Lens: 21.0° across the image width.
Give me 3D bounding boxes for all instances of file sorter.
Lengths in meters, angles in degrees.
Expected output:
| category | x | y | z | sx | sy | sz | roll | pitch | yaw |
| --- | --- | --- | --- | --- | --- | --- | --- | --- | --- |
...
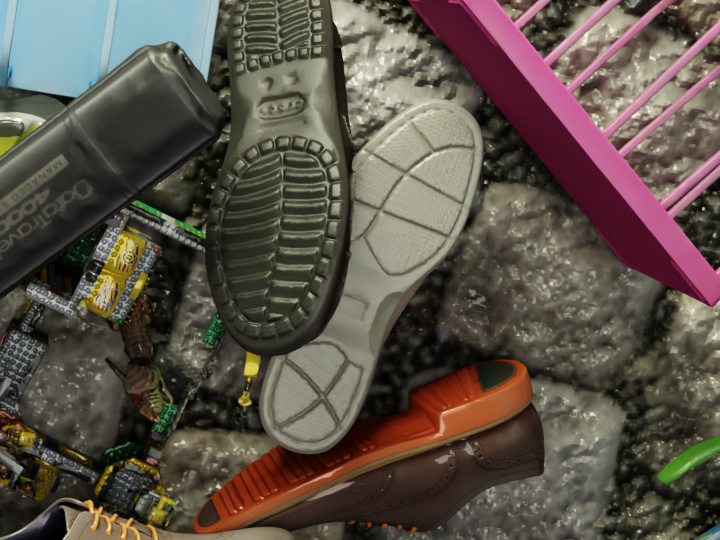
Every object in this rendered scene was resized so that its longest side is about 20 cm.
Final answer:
| category | x | y | z | sx | sy | sz | roll | pitch | yaw |
| --- | --- | --- | --- | --- | --- | --- | --- | --- | --- |
| file sorter | 0.143 | -0.106 | 0.997 | 0.125 | 0.139 | 0.200 | -42 | 103 | -2 |
| file sorter | -0.165 | -0.156 | 0.948 | 0.199 | 0.123 | 0.140 | 9 | 97 | -10 |

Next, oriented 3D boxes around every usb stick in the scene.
| category | x | y | z | sx | sy | sz | roll | pitch | yaw |
| --- | --- | --- | --- | --- | --- | --- | --- | --- | --- |
| usb stick | -0.152 | -0.034 | 0.915 | 0.200 | 0.033 | 0.056 | -35 | 104 | 15 |

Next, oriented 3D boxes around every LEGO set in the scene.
| category | x | y | z | sx | sy | sz | roll | pitch | yaw |
| --- | --- | --- | --- | --- | --- | --- | --- | --- | --- |
| LEGO set | -0.125 | 0.045 | 0.988 | 0.153 | 0.116 | 0.200 | 35 | 92 | -13 |

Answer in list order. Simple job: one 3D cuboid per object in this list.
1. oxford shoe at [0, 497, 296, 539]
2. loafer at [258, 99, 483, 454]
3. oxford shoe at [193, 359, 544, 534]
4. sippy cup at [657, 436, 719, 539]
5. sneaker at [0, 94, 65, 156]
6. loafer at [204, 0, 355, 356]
| category | x | y | z | sx | sy | sz | roll | pitch | yaw |
| --- | --- | --- | --- | --- | --- | --- | --- | --- | --- |
| oxford shoe | -0.120 | 0.150 | 0.968 | 0.199 | 0.071 | 0.073 | -10 | 107 | -20 |
| loafer | 0.000 | 0.000 | 1.035 | 0.072 | 0.063 | 0.201 | 27 | 91 | -7 |
| oxford shoe | 0.009 | 0.118 | 1.048 | 0.199 | 0.071 | 0.073 | -21 | 107 | -5 |
| sippy cup | 0.225 | 0.190 | 1.069 | 0.130 | 0.178 | 0.140 | -25 | 146 | 6 |
| sneaker | -0.229 | -0.040 | 0.984 | 0.199 | 0.085 | 0.075 | -10 | 108 | 12 |
| loafer | -0.030 | -0.048 | 0.978 | 0.073 | 0.071 | 0.201 | -2 | 68 | 16 |
